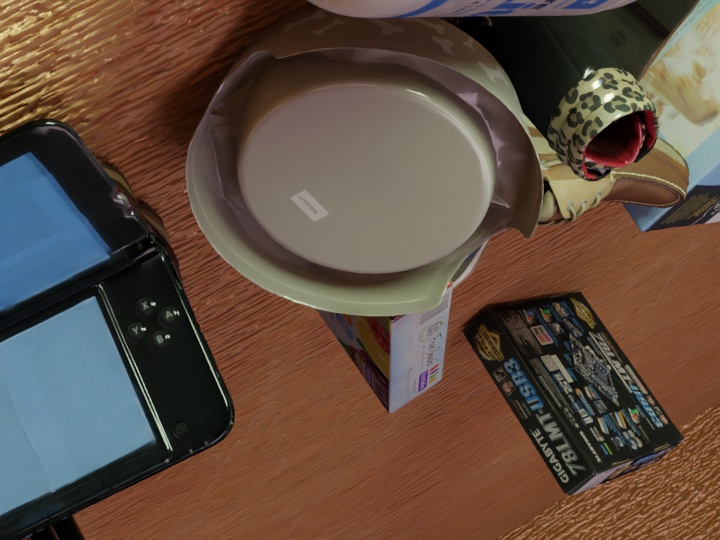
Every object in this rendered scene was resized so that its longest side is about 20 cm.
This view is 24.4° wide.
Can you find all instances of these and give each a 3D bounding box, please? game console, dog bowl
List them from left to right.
[{"bbox_3d":[-0.191,0.047,0.856,0.199,0.173,0.119,-26,172,6],"label":"game console"},{"bbox_3d":[0.003,-0.063,0.934,0.198,0.059,0.201,4,135,4],"label":"dog bowl"}]

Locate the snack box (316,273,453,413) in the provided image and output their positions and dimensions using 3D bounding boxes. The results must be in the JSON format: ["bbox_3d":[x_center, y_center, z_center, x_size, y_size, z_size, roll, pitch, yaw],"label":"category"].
[{"bbox_3d":[0.000,0.000,1.114,0.053,0.143,0.200,-30,161,-11],"label":"snack box"}]

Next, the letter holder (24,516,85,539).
[{"bbox_3d":[-0.310,0.303,1.375,0.200,0.143,0.101,-37,162,10],"label":"letter holder"}]

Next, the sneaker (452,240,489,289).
[{"bbox_3d":[0.073,-0.049,1.253,0.200,0.067,0.090,-39,154,18],"label":"sneaker"}]

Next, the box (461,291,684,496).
[{"bbox_3d":[0.220,0.120,1.709,0.050,0.201,0.198,-43,161,30],"label":"box"}]

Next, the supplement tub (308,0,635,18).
[{"bbox_3d":[0.056,-0.181,0.758,0.199,0.132,0.132,-11,152,-48],"label":"supplement tub"}]

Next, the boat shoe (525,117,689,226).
[{"bbox_3d":[0.127,-0.065,1.132,0.199,0.074,0.076,12,159,-17],"label":"boat shoe"}]

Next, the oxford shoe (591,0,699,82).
[{"bbox_3d":[0.178,-0.162,1.127,0.200,0.071,0.071,-43,179,43],"label":"oxford shoe"}]

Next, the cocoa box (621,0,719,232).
[{"bbox_3d":[0.265,-0.141,1.214,0.131,0.134,0.200,-9,151,-50],"label":"cocoa box"}]

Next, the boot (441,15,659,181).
[{"bbox_3d":[0.109,-0.112,0.987,0.073,0.154,0.204,-32,162,-1],"label":"boot"}]

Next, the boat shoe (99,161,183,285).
[{"bbox_3d":[-0.147,-0.009,0.963,0.072,0.068,0.200,-34,162,5],"label":"boat shoe"}]
